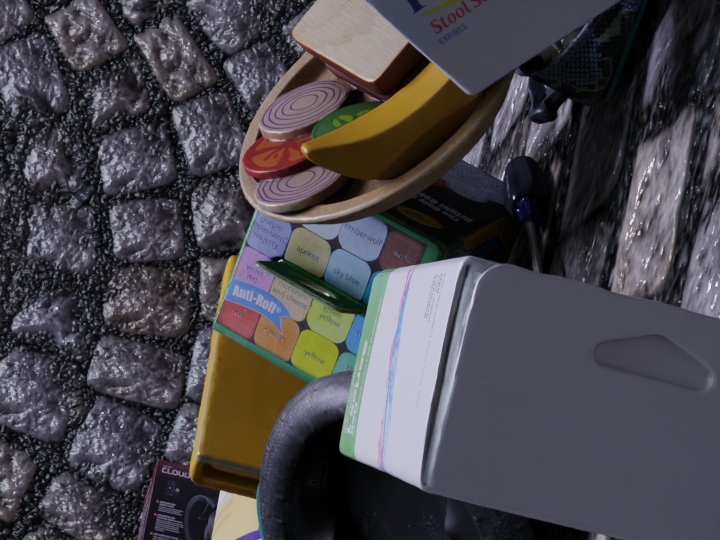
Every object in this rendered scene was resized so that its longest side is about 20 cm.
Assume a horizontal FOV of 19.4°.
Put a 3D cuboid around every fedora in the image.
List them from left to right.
[{"bbox_3d":[0.039,0.134,1.098,0.091,0.200,0.202,-30,-31,-45],"label":"fedora"}]

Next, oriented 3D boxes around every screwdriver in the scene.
[{"bbox_3d":[0.105,-0.022,1.244,0.029,0.028,0.200,-44,19,15],"label":"screwdriver"}]

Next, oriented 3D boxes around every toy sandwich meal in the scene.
[{"bbox_3d":[0.005,-0.114,1.183,0.204,0.070,0.206,-24,37,19],"label":"toy sandwich meal"}]

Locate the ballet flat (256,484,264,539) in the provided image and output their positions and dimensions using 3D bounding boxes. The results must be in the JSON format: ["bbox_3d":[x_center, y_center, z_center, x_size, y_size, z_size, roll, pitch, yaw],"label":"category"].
[{"bbox_3d":[-0.003,0.208,1.244,0.068,0.075,0.201,-38,63,40],"label":"ballet flat"}]

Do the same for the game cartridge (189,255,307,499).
[{"bbox_3d":[-0.014,0.077,1.366,0.201,0.175,0.033,-84,11,-51],"label":"game cartridge"}]

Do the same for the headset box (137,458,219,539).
[{"bbox_3d":[-0.160,0.295,2.190,0.078,0.147,0.201,113,168,-46],"label":"headset box"}]

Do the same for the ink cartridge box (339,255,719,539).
[{"bbox_3d":[0.080,0.053,0.809,0.200,0.143,0.085,171,112,-82],"label":"ink cartridge box"}]

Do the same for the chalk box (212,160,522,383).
[{"bbox_3d":[0.000,0.000,1.294,0.200,0.124,0.125,-27,-37,-61],"label":"chalk box"}]

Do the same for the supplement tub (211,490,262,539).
[{"bbox_3d":[-0.025,0.165,1.399,0.201,0.144,0.146,-83,10,-48],"label":"supplement tub"}]

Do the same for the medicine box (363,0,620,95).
[{"bbox_3d":[0.091,-0.222,1.060,0.181,0.103,0.201,-31,38,29],"label":"medicine box"}]

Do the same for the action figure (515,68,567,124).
[{"bbox_3d":[0.106,-0.206,1.290,0.194,0.104,0.201,128,155,-49],"label":"action figure"}]

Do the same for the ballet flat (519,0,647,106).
[{"bbox_3d":[0.134,-0.172,1.130,0.075,0.074,0.201,-84,11,-50],"label":"ballet flat"}]
